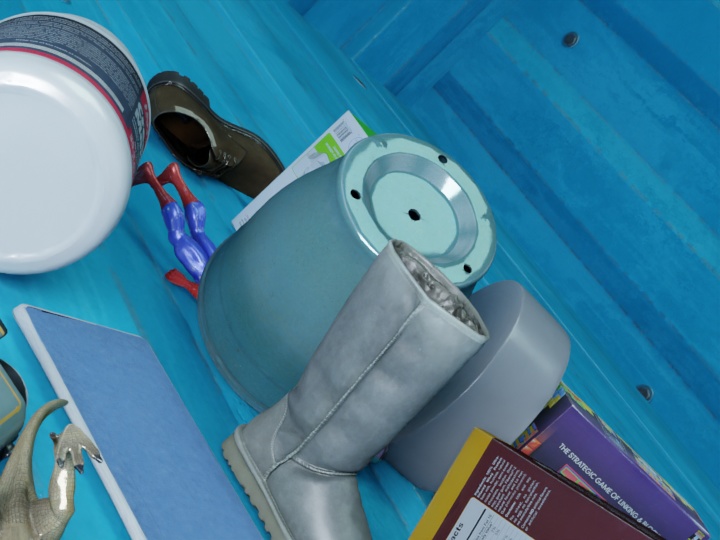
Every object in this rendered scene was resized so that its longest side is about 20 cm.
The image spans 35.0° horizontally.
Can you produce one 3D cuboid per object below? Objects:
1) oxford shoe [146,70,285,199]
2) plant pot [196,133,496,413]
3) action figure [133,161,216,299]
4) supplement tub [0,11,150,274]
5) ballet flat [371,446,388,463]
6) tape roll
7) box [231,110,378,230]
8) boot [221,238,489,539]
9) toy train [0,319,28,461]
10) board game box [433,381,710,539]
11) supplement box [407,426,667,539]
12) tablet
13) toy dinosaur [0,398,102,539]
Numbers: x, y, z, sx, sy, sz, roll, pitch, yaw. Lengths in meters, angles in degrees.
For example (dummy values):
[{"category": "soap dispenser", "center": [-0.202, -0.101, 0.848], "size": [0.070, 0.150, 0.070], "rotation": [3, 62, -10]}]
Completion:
[{"category": "oxford shoe", "center": [-0.158, -0.125, 1.251], "size": [0.200, 0.073, 0.084], "rotation": [36, 32, -31]}, {"category": "plant pot", "center": [0.000, 0.000, 0.886], "size": [0.200, 0.188, 0.200], "rotation": [16, 53, -23]}, {"category": "action figure", "center": [-0.131, 0.000, 0.968], "size": [0.200, 0.052, 0.065], "rotation": [55, 20, 14]}, {"category": "supplement tub", "center": [-0.215, -0.094, 0.766], "size": [0.140, 0.140, 0.200], "rotation": [42, 14, -19]}, {"category": "ballet flat", "center": [-0.030, 0.089, 1.008], "size": [0.200, 0.069, 0.071], "rotation": [60, 0, 34]}, {"category": "tape roll", "center": [0.095, 0.103, 1.038], "size": [0.066, 0.200, 0.200], "rotation": [43, 13, -12]}, {"category": "box", "center": [-0.011, -0.027, 1.147], "size": [0.097, 0.176, 0.200], "rotation": [33, 18, -49]}, {"category": "boot", "center": [0.015, 0.107, 0.758], "size": [0.182, 0.200, 0.073], "rotation": [51, 14, 18]}, {"category": "toy train", "center": [-0.207, 0.057, 0.483], "size": [0.114, 0.085, 0.200], "rotation": [59, 9, -6]}, {"category": "board game box", "center": [0.196, 0.228, 1.064], "size": [0.200, 0.165, 0.057], "rotation": [42, 13, -16]}, {"category": "supplement box", "center": [0.170, 0.244, 0.864], "size": [0.200, 0.133, 0.197], "rotation": [29, -3, 44]}, {"category": "tablet", "center": [-0.133, 0.106, 0.708], "size": [0.200, 0.014, 0.130], "rotation": [54, 14, 28]}, {"category": "toy dinosaur", "center": [-0.145, 0.109, 0.478], "size": [0.058, 0.101, 0.200], "rotation": [6, 45, -19]}]
